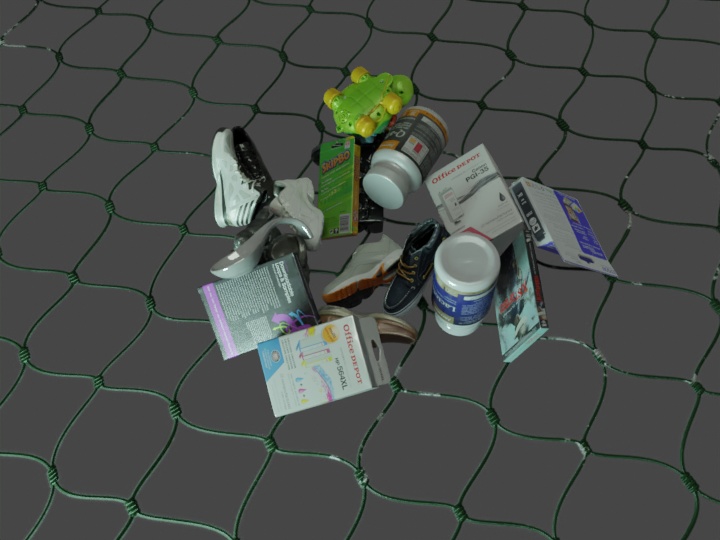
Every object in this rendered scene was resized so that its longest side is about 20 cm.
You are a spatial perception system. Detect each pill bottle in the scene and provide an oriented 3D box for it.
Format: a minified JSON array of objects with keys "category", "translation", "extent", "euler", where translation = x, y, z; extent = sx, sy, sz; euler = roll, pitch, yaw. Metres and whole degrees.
[{"category":"pill bottle","translation":[0.186,0.032,1.284],"extent":[0.113,0.201,0.117],"euler":[-1,58,2]},{"category":"pill bottle","translation":[0.091,-0.229,1.437],"extent":[0.115,0.117,0.201],"euler":[25,60,15]}]

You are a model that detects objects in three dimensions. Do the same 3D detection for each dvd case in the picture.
[{"category":"dvd case","translation":[0.289,0.047,1.305],"extent":[0.022,0.146,0.203],"euler":[6,59,-15]}]

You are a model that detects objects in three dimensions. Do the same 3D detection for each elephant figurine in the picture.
[{"category":"elephant figurine","translation":[-0.150,-0.005,1.371],"extent":[0.197,0.141,0.157],"euler":[24,105,6]}]

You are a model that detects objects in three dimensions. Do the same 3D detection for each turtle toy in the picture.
[{"category":"turtle toy","translation":[0.028,-0.344,1.472],"extent":[0.199,0.101,0.146],"euler":[-39,61,-9]}]

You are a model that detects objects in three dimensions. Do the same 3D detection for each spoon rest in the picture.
[{"category":"spoon rest","translation":[-0.181,-0.044,1.270],"extent":[0.198,0.099,0.061],"euler":[-29,105,-26]}]

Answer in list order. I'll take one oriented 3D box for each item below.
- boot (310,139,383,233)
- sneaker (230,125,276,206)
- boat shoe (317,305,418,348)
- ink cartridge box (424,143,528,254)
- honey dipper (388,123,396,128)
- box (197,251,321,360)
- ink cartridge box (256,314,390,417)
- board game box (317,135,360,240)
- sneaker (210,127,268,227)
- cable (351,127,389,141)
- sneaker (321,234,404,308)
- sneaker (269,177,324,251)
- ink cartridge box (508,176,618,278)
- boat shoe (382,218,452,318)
[{"category":"boot","translation":[-0.029,-0.173,1.494],"extent":[0.162,0.066,0.204],"euler":[-6,70,14]},{"category":"sneaker","translation":[-0.237,-0.222,1.508],"extent":[0.075,0.091,0.201],"euler":[-26,63,-15]},{"category":"boat shoe","translation":[0.009,0.119,1.318],"extent":[0.196,0.076,0.073],"euler":[8,66,15]},{"category":"ink cartridge box","translation":[0.231,-0.127,1.414],"extent":[0.145,0.083,0.202],"euler":[-30,60,16]},{"category":"honey dipper","translation":[0.041,-0.324,1.540],"extent":[0.196,0.038,0.039],"euler":[14,60,-1]},{"category":"box","translation":[-0.184,0.066,1.298],"extent":[0.197,0.036,0.145],"euler":[-19,94,13]},{"category":"ink cartridge box","translation":[-0.057,0.160,1.221],"extent":[0.197,0.125,0.131],"euler":[-18,80,5]},{"category":"board game box","translation":[-0.045,-0.167,1.442],"extent":[0.094,0.030,0.204],"euler":[-6,81,38]},{"category":"sneaker","translation":[-0.241,-0.191,1.451],"extent":[0.113,0.076,0.205],"euler":[0,97,15]},{"category":"cable","translation":[0.052,-0.280,1.552],"extent":[0.096,0.051,0.201],"euler":[-28,62,-20]},{"category":"sneaker","translation":[0.000,0.000,1.390],"extent":[0.198,0.076,0.092],"euler":[-28,55,-22]},{"category":"sneaker","translation":[-0.134,-0.111,1.428],"extent":[0.098,0.079,0.201],"euler":[1,42,-23]},{"category":"ink cartridge box","translation":[0.392,-0.072,1.364],"extent":[0.196,0.043,0.202],"euler":[13,47,-40]},{"category":"boat shoe","translation":[0.094,-0.006,1.339],"extent":[0.071,0.091,0.201],"euler":[36,90,36]}]
